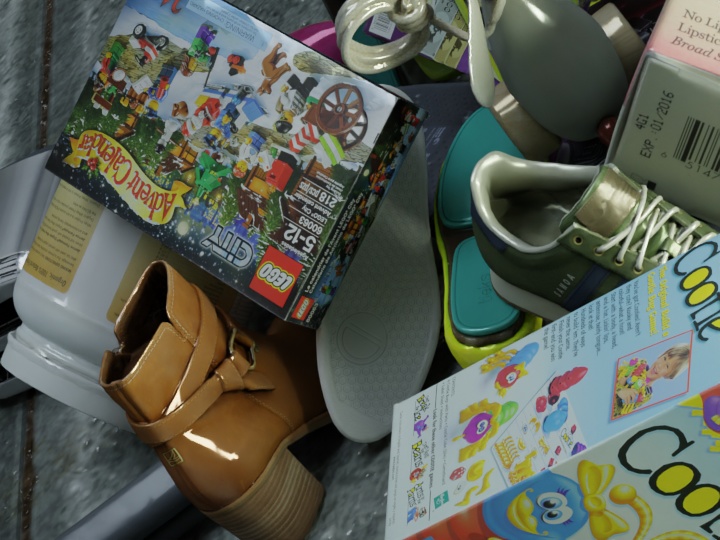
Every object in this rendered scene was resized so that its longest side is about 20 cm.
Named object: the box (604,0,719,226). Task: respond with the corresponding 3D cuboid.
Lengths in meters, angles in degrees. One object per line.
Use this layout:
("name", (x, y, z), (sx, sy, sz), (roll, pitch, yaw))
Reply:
("box", (0.220, -0.125, 1.187), (0.109, 0.127, 0.201), (101, -168, -56))

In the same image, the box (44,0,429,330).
("box", (-0.073, -0.073, 1.317), (0.199, 0.038, 0.137), (31, 96, 31))

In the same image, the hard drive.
("hard drive", (0.015, -0.058, 1.477), (0.199, 0.042, 0.135), (1, 50, 52))

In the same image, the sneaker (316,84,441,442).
("sneaker", (0.000, 0.000, 1.349), (0.099, 0.070, 0.202), (158, 114, -74))

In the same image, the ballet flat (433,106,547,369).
("ballet flat", (0.077, -0.008, 1.304), (0.066, 0.067, 0.201), (-10, 42, 15))

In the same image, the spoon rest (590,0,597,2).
("spoon rest", (0.082, -0.241, 1.292), (0.099, 0.201, 0.061), (-39, -8, 17))

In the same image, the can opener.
("can opener", (-0.157, 0.187, 1.369), (0.199, 0.053, 0.067), (-37, 61, 9))

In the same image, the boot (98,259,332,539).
("boot", (-0.072, 0.046, 1.325), (0.073, 0.155, 0.201), (-27, 32, 27))

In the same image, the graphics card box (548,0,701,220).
("graphics card box", (0.169, -0.098, 1.330), (0.125, 0.051, 0.201), (-28, 33, 25))

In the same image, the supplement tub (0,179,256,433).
("supplement tub", (-0.128, -0.010, 1.442), (0.144, 0.144, 0.201), (28, 94, 60))

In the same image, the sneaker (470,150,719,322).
("sneaker", (0.133, -0.008, 1.154), (0.199, 0.090, 0.067), (18, 58, 38))

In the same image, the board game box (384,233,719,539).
("board game box", (0.122, 0.085, 1.083), (0.199, 0.103, 0.105), (-29, 31, 24))

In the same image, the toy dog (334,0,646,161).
("toy dog", (0.096, -0.117, 1.228), (0.132, 0.199, 0.096), (-54, 45, 19))

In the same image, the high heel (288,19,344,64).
("high heel", (-0.072, -0.092, 1.597), (0.199, 0.067, 0.096), (-34, 19, 26))

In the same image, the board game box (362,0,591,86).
("board game box", (0.089, -0.210, 1.337), (0.119, 0.032, 0.201), (24, 101, 20))

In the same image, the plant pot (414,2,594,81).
("plant pot", (0.101, -0.247, 1.441), (0.198, 0.201, 0.181), (-31, -7, 19))

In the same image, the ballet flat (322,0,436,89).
("ballet flat", (0.004, -0.187, 1.508), (0.067, 0.201, 0.064), (17, 56, 36))

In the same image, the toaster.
("toaster", (-0.228, 0.002, 1.632), (0.199, 0.114, 0.130), (-24, 37, 32))
